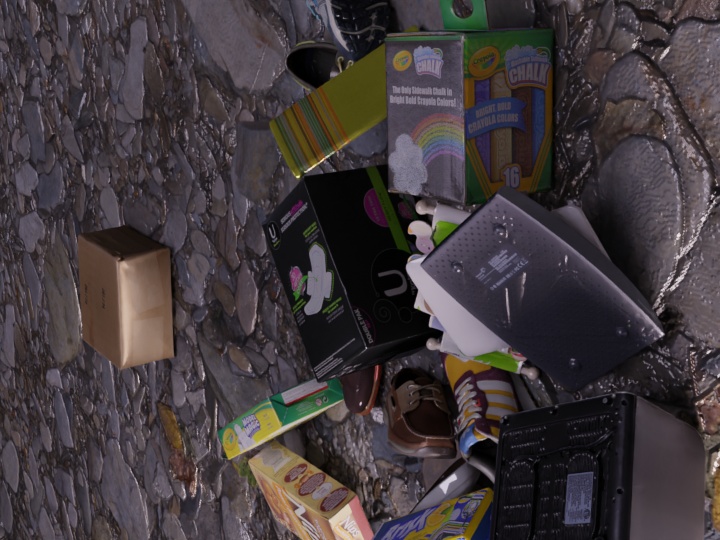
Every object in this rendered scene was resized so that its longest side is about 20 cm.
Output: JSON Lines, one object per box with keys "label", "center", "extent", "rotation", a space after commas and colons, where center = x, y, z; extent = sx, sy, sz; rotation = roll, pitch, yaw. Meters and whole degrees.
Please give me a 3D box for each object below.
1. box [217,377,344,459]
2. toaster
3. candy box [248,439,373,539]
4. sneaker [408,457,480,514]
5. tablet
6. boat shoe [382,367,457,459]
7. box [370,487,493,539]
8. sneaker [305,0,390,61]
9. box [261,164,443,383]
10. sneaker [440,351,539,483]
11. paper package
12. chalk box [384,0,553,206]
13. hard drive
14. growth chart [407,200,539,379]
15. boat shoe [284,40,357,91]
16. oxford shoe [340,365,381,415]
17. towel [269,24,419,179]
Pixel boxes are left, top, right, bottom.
{"label": "box", "center": [-0.115, 0.201, 1.428], "extent": [0.200, 0.116, 0.049], "rotation": [-40, 74, 51]}
{"label": "toaster", "center": [0.209, 0.225, 0.947], "extent": [0.180, 0.117, 0.204], "rotation": [-25, 50, 54]}
{"label": "candy box", "center": [-0.063, 0.321, 1.412], "extent": [0.199, 0.055, 0.117], "rotation": [22, 140, 50]}
{"label": "sneaker", "center": [0.103, 0.289, 1.209], "extent": [0.084, 0.073, 0.201], "rotation": [41, 135, 13]}
{"label": "tablet", "center": [0.151, 0.016, 1.003], "extent": [0.198, 0.014, 0.131], "rotation": [-18, 118, 38]}
{"label": "boat shoe", "center": [0.063, 0.156, 1.163], "extent": [0.200, 0.074, 0.073], "rotation": [-142, 57, -76]}
{"label": "box", "center": [0.081, 0.298, 1.121], "extent": [0.064, 0.070, 0.199], "rotation": [47, 139, -8]}
{"label": "sneaker", "center": [-0.025, -0.319, 1.209], "extent": [0.086, 0.076, 0.204], "rotation": [-50, 50, 54]}
{"label": "box", "center": [0.000, 0.000, 1.188], "extent": [0.124, 0.146, 0.203], "rotation": [-37, 70, 52]}
{"label": "sneaker", "center": [0.130, 0.149, 1.099], "extent": [0.201, 0.089, 0.076], "rotation": [53, 137, 30]}
{"label": "paper package", "center": [-0.405, 0.042, 1.796], "extent": [0.189, 0.102, 0.204], "rotation": [24, 119, 50]}
{"label": "chalk box", "center": [0.106, -0.177, 1.019], "extent": [0.123, 0.122, 0.205], "rotation": [16, 111, 51]}
{"label": "hard drive", "center": [0.166, 0.016, 0.955], "extent": [0.199, 0.043, 0.135], "rotation": [38, 135, -9]}
{"label": "growth chart", "center": [0.114, 0.021, 1.047], "extent": [0.142, 0.018, 0.203], "rotation": [11, 132, 18]}
{"label": "boat shoe", "center": [-0.014, -0.227, 1.219], "extent": [0.200, 0.059, 0.074], "rotation": [28, 119, 47]}
{"label": "oxford shoe", "center": [-0.022, 0.086, 1.306], "extent": [0.071, 0.072, 0.205], "rotation": [6, 105, 52]}
{"label": "towel", "center": [-0.004, -0.183, 1.140], "extent": [0.198, 0.018, 0.087], "rotation": [-33, 58, 8]}
